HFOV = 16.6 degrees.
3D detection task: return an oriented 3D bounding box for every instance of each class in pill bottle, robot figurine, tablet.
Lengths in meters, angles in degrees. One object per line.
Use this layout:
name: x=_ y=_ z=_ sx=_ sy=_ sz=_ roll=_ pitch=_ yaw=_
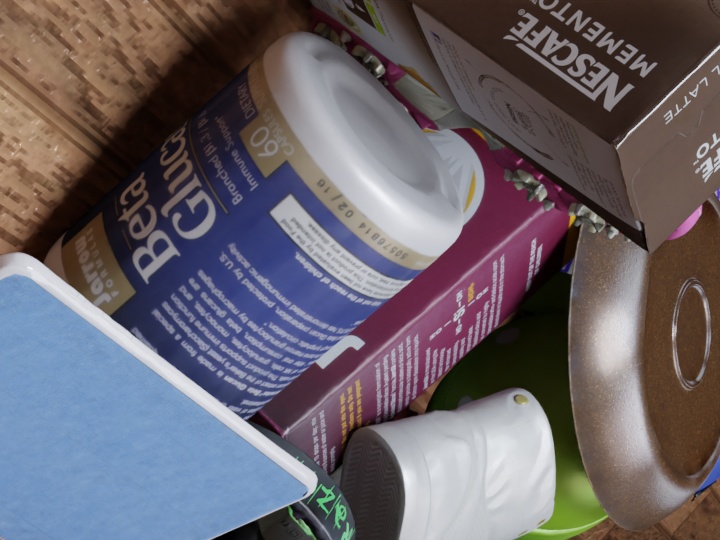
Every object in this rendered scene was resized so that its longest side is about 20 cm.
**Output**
pill bottle: x=-0.063 y=0.004 z=1.033 sx=0.200 sy=0.111 sz=0.111 roll=-41 pitch=163 yaw=18
robot figurine: x=0.096 y=0.088 z=1.337 sx=0.176 sy=0.115 sz=0.200 roll=-64 pitch=-179 yaw=-13
tablet: x=-0.122 y=0.065 z=0.991 sx=0.130 sy=0.014 sz=0.200 roll=-25 pitch=138 yaw=23

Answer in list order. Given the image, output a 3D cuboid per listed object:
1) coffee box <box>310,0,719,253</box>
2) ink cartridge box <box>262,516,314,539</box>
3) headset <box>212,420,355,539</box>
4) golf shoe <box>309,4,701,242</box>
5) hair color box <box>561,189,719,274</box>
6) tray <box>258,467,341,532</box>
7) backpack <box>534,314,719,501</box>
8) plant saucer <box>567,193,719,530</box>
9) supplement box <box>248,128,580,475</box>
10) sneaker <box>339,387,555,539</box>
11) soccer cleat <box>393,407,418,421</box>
coffee box: x=0.074 y=-0.113 z=0.972 sx=0.114 sy=0.200 sz=0.080 roll=-43 pitch=147 yaw=-11
ink cartridge box: x=-0.089 y=0.194 z=1.308 sx=0.200 sy=0.147 sz=0.083 roll=-33 pitch=155 yaw=-36
headset: x=-0.098 y=0.126 z=1.143 sx=0.124 sy=0.199 sz=0.094 roll=52 pitch=46 yaw=-31
golf shoe: x=0.073 y=-0.087 z=1.049 sx=0.092 sy=0.200 sz=0.075 roll=-49 pitch=154 yaw=-16
hair color box: x=0.173 y=-0.024 z=1.384 sx=0.110 sy=0.199 sz=0.065 roll=107 pitch=-12 yaw=-50
tray: x=-0.059 y=0.091 z=1.273 sx=0.200 sy=0.022 sz=0.108 roll=-27 pitch=116 yaw=-45
backpack: x=0.209 y=0.055 z=1.645 sx=0.163 sy=0.168 sz=0.200 roll=-50 pitch=165 yaw=27
plant saucer: x=0.155 y=0.032 z=1.250 sx=0.200 sy=0.032 sz=0.201 roll=-7 pitch=97 yaw=-62
supplement box: x=0.000 y=0.000 z=1.180 sx=0.200 sy=0.110 sz=0.086 roll=-41 pitch=158 yaw=-19
sneaker: x=0.040 y=0.145 z=1.214 sx=0.115 sy=0.074 sz=0.201 roll=-16 pitch=138 yaw=-33
soccer cleat: x=-0.002 y=0.071 z=1.392 sx=0.067 sy=0.076 sz=0.201 roll=-75 pitch=173 yaw=-53
